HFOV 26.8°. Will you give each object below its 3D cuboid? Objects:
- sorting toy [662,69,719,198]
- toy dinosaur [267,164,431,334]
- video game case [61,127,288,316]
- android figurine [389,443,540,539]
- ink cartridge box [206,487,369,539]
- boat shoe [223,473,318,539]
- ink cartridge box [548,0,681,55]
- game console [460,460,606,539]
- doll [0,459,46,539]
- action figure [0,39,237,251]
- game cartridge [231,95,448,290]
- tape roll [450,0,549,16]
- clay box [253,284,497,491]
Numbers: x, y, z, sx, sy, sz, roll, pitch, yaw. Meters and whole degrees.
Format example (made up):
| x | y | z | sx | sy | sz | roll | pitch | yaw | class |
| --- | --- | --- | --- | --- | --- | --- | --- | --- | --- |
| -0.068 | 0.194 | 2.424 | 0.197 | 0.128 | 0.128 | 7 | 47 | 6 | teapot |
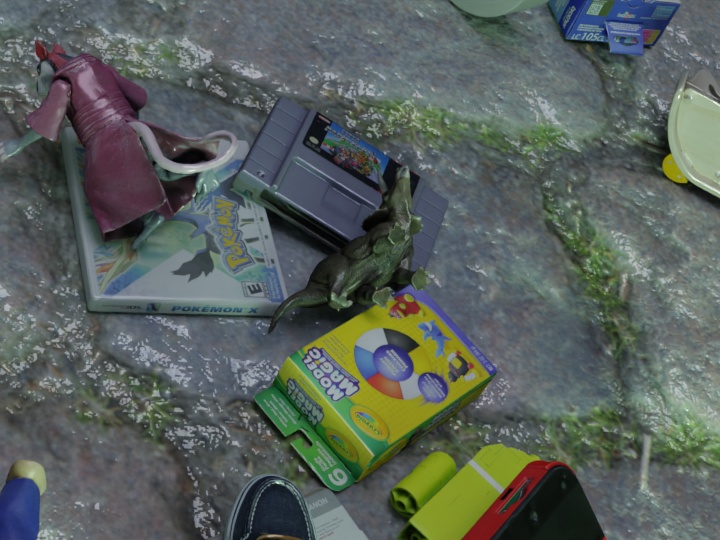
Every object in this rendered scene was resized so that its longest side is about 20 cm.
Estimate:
| x | y | z | sx | sy | sz | roll | pitch | yaw | class |
| --- | --- | --- | --- | --- | --- | --- | --- | --- | --- |
| 0.433 | -0.161 | 1.722 | 0.199 | 0.107 | 0.180 | 28 | 37 | -1 | sorting toy |
| 0.000 | 0.000 | 1.347 | 0.200 | 0.102 | 0.077 | -47 | 109 | -7 | toy dinosaur |
| -0.169 | -0.045 | 1.362 | 0.181 | 0.022 | 0.201 | 2 | 51 | -25 | video game case |
| 0.113 | 0.223 | 1.254 | 0.182 | 0.041 | 0.200 | 41 | 46 | 12 | android figurine |
| -0.060 | 0.276 | 1.089 | 0.199 | 0.084 | 0.176 | -18 | 60 | -37 | ink cartridge box |
| -0.051 | 0.207 | 1.031 | 0.070 | 0.091 | 0.201 | 12 | 44 | -14 | boat shoe |
| 0.294 | -0.347 | 1.823 | 0.135 | 0.077 | 0.201 | 1 | 50 | -25 | ink cartridge box |
| 0.139 | 0.264 | 1.179 | 0.200 | 0.031 | 0.178 | -39 | 109 | -43 | game console |
| -0.267 | 0.222 | 1.058 | 0.135 | 0.049 | 0.201 | 16 | 46 | -12 | doll |
| -0.222 | -0.123 | 1.296 | 0.134 | 0.149 | 0.201 | -32 | 83 | -36 | action figure |
| -0.014 | -0.076 | 1.443 | 0.199 | 0.038 | 0.130 | 31 | 48 | -9 | game cartridge |
| 0.155 | -0.392 | 1.705 | 0.066 | 0.201 | 0.201 | -20 | 62 | -38 | tape roll |
| 0.014 | 0.098 | 1.308 | 0.115 | 0.048 | 0.199 | 47 | 46 | 15 | clay box |
